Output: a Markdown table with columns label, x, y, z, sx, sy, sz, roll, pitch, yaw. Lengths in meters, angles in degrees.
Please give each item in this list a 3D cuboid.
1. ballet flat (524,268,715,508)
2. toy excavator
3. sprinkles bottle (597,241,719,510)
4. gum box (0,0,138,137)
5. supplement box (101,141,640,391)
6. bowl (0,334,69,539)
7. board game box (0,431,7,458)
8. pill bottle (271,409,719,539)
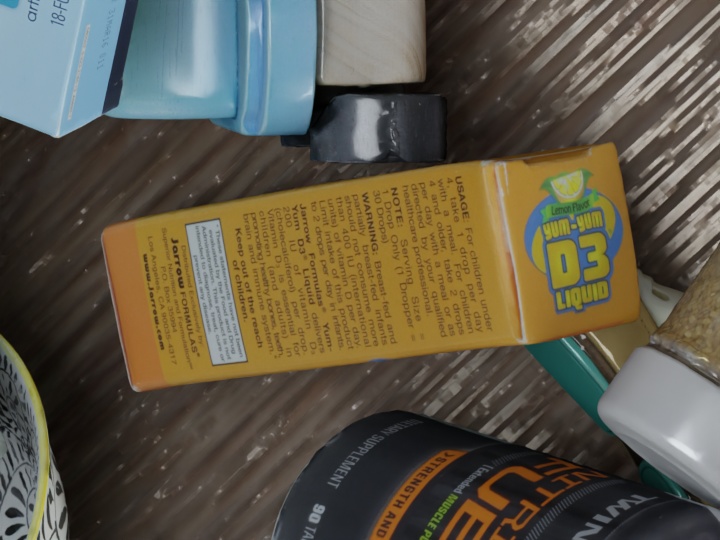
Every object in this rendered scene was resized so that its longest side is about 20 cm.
| label | x | y | z | sx | sy | sz | roll | pitch | yaw |
| --- | --- | --- | --- | --- | --- | --- | --- | --- | --- |
| ballet flat | 0.113 | 0.048 | 1.062 | 0.063 | 0.069 | 0.200 | -35 | 86 | -11 |
| toy excavator | -0.080 | -0.093 | 1.073 | 0.200 | 0.194 | 0.100 | 0 | 95 | -11 |
| sprinkles bottle | 0.162 | -0.014 | 0.998 | 0.068 | 0.068 | 0.200 | 35 | 85 | 12 |
| gum box | -0.154 | -0.155 | 0.924 | 0.200 | 0.045 | 0.170 | 22 | 115 | 17 |
| supplement box | 0.000 | 0.000 | 1.040 | 0.200 | 0.067 | 0.069 | -11 | 90 | 46 |
| bowl | -0.179 | 0.118 | 1.102 | 0.201 | 0.094 | 0.201 | -15 | 53 | 21 |
| board game box | -0.245 | 0.039 | 1.025 | 0.200 | 0.064 | 0.148 | -18 | 108 | 24 |
| pill bottle | 0.070 | 0.119 | 1.008 | 0.200 | 0.106 | 0.106 | 15 | 100 | 45 |
